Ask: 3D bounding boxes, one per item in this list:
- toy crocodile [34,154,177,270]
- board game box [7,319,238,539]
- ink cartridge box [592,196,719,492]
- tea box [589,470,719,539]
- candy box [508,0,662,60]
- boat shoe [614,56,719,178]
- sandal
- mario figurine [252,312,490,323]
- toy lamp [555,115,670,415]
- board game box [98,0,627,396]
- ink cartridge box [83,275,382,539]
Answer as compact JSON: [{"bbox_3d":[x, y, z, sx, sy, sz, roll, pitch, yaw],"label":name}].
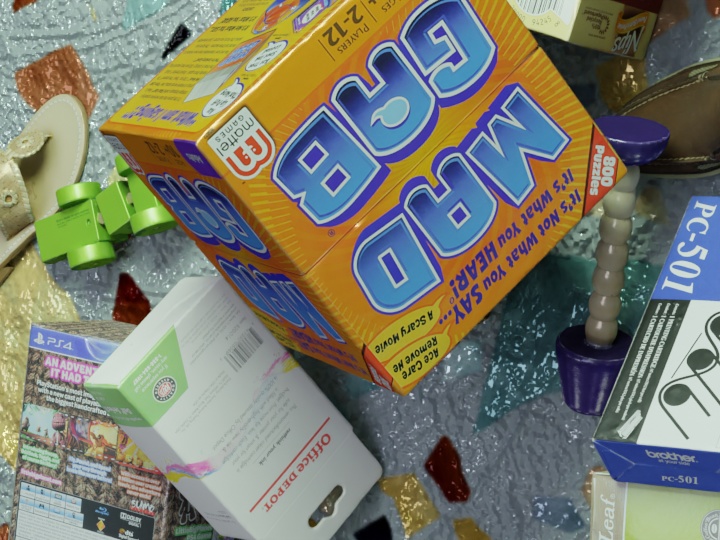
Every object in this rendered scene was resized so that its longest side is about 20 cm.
[{"bbox_3d":[-0.190,-0.049,1.380,0.200,0.062,0.068,-24,77,36],"label":"toy crocodile"},{"bbox_3d":[-0.180,0.149,1.344,0.159,0.097,0.200,10,96,33],"label":"board game box"},{"bbox_3d":[0.220,0.040,1.038,0.094,0.044,0.200,2,49,33],"label":"ink cartridge box"},{"bbox_3d":[0.249,0.223,1.037,0.197,0.134,0.200,3,91,33],"label":"tea box"},{"bbox_3d":[0.089,-0.198,1.154,0.200,0.115,0.055,24,102,31],"label":"candy box"},{"bbox_3d":[0.240,-0.106,1.077,0.202,0.075,0.075,-15,82,33],"label":"boat shoe"},{"bbox_3d":[-0.308,-0.058,1.446,0.078,0.070,0.212,47,114,24],"label":"sandal"},{"bbox_3d":[0.000,0.000,1.254,0.200,0.106,0.124,-3,52,23],"label":"mario figurine"},{"bbox_3d":[0.161,0.001,1.118,0.058,0.058,0.200,19,118,32],"label":"toy lamp"},{"bbox_3d":[-0.004,-0.075,1.066,0.200,0.200,0.200,-44,21,-13],"label":"board game box"},{"bbox_3d":[-0.088,0.114,1.239,0.200,0.117,0.067,51,153,-19],"label":"ink cartridge box"}]
